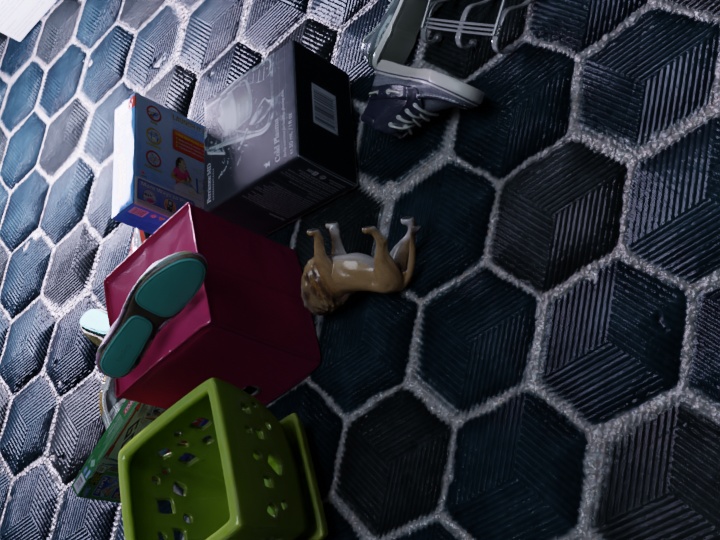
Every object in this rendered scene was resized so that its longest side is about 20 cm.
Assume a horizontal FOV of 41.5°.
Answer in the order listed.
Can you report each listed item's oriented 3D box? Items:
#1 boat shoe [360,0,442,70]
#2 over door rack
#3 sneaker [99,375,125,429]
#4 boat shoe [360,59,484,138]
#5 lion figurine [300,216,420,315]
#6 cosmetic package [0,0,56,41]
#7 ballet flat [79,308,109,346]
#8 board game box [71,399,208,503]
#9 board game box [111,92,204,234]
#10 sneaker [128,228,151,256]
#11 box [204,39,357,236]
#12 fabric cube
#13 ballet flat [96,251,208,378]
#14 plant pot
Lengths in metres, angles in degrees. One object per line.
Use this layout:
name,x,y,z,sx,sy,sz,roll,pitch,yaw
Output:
boat shoe,0.064,-0.369,1.309,0.062,0.073,0.201,44,109,41
over door rack,0.157,-0.385,1.217,0.147,0.066,0.201,22,109,46
sneaker,-0.348,0.236,1.458,0.087,0.076,0.201,-14,68,24
boat shoe,0.077,-0.211,1.237,0.200,0.074,0.093,29,100,54
lion figurine,0.000,0.000,1.211,0.199,0.072,0.123,0,106,37
cosmetic package,-0.837,-0.678,2.210,0.164,0.199,0.166,-33,53,29
ballet flat,-0.382,0.112,1.537,0.199,0.071,0.071,17,85,44
board game box,-0.301,0.245,1.352,0.201,0.134,0.029,-56,44,11
board game box,-0.278,-0.141,1.447,0.056,0.199,0.197,-28,55,34
sneaker,-0.369,-0.022,1.578,0.108,0.067,0.203,-29,57,29
box,-0.119,-0.185,1.371,0.196,0.124,0.201,-26,56,36
fabric cube,-0.202,0.067,1.287,0.196,0.199,0.201,-36,51,26
ballet flat,-0.260,0.044,1.171,0.200,0.069,0.071,-52,26,14
plant pot,-0.162,0.277,1.171,0.199,0.181,0.201,-38,51,27
